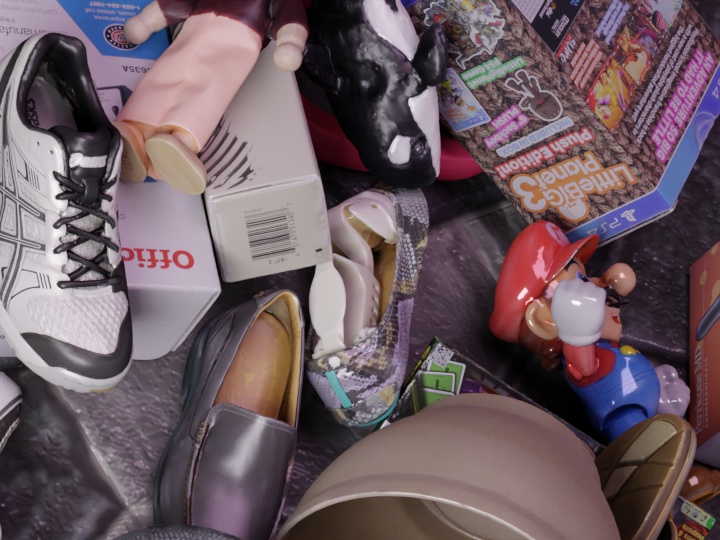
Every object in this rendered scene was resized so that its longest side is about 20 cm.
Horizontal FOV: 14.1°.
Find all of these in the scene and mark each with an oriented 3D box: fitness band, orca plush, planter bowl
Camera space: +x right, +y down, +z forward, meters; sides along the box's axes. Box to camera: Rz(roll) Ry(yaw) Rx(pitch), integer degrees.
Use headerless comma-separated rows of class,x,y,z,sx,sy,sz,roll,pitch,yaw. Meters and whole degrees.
fitness band,0.016,-0.127,1.858,0.200,0.037,0.144,6,61,-26
orca plush,-0.005,-0.142,1.734,0.071,0.105,0.200,-17,111,-36
planter bowl,0.059,0.153,1.604,0.200,0.200,0.135,34,42,-7

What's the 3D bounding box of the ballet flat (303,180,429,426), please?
ballet flat,0.000,0.000,1.723,0.072,0.072,0.200,23,43,-16

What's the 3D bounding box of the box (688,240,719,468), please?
box,0.301,0.028,1.812,0.106,0.200,0.152,19,53,-21

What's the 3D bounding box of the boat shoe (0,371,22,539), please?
boat shoe,-0.226,0.141,1.527,0.064,0.071,0.200,36,58,-5

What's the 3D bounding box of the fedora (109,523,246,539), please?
fedora,-0.069,0.217,1.530,0.201,0.201,0.092,43,19,0

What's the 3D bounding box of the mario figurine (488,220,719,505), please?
mario figurine,0.162,0.052,1.774,0.106,0.123,0.200,-28,81,-26

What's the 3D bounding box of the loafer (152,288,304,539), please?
loafer,-0.070,0.098,1.637,0.073,0.072,0.200,17,54,-21

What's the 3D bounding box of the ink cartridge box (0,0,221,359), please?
ink cartridge box,-0.175,-0.057,1.668,0.146,0.086,0.200,2,59,-30

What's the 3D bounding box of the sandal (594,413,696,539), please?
sandal,0.150,0.177,1.668,0.054,0.080,0.200,17,93,-28

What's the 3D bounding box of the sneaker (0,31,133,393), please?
sneaker,-0.161,-0.035,1.551,0.076,0.088,0.200,-5,67,-33

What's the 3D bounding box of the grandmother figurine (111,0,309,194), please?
grandmother figurine,-0.079,-0.133,1.659,0.121,0.061,0.200,19,56,22

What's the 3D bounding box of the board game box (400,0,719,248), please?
board game box,0.126,-0.138,1.836,0.200,0.097,0.159,49,43,-16

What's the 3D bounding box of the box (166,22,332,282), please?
box,-0.070,-0.095,1.716,0.068,0.082,0.200,-12,49,-4

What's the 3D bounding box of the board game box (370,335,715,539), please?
board game box,0.098,0.135,1.704,0.200,0.105,0.023,32,5,-8
